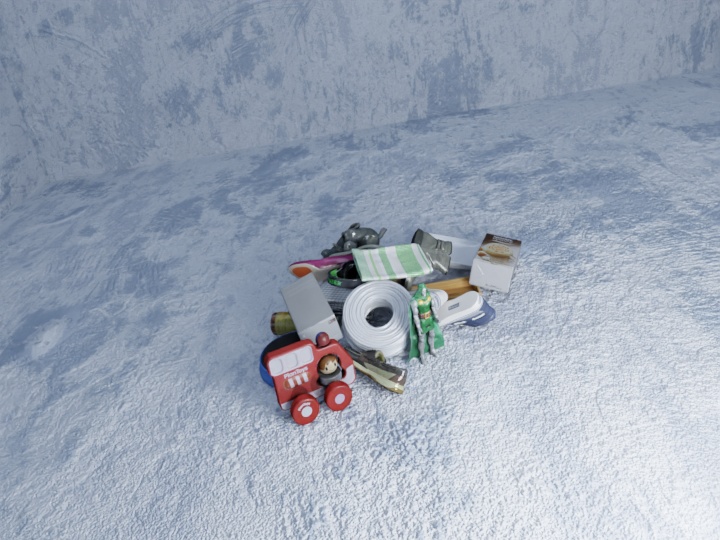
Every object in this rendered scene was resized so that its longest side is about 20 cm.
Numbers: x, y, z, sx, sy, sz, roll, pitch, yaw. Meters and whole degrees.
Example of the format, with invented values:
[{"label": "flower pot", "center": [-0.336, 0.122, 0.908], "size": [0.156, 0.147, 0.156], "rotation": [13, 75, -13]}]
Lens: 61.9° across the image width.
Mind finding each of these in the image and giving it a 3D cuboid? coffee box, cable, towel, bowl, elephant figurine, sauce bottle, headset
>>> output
[{"label": "coffee box", "center": [0.385, -0.024, 1.703], "size": [0.111, 0.082, 0.200], "rotation": [13, 28, 16]}, {"label": "cable", "center": [0.047, 0.121, 1.510], "size": [0.192, 0.070, 0.206], "rotation": [-9, 58, 1]}, {"label": "towel", "center": [0.083, -0.024, 1.599], "size": [0.192, 0.024, 0.154], "rotation": [-4, 32, -12]}, {"label": "bowl", "center": [-0.165, 0.220, 1.528], "size": [0.193, 0.041, 0.202], "rotation": [-8, 27, 4]}, {"label": "towel", "center": [-0.037, 0.083, 1.695], "size": [0.193, 0.088, 0.166], "rotation": [1, 28, 25]}, {"label": "elephant figurine", "center": [-0.026, -0.090, 1.978], "size": [0.150, 0.147, 0.199], "rotation": [12, 3, -21]}, {"label": "sauce bottle", "center": [-0.148, 0.144, 1.639], "size": [0.192, 0.068, 0.067], "rotation": [-1, 28, 13]}, {"label": "headset", "center": [0.000, 0.000, 1.635], "size": [0.196, 0.098, 0.122], "rotation": [-10, 19, -40]}]

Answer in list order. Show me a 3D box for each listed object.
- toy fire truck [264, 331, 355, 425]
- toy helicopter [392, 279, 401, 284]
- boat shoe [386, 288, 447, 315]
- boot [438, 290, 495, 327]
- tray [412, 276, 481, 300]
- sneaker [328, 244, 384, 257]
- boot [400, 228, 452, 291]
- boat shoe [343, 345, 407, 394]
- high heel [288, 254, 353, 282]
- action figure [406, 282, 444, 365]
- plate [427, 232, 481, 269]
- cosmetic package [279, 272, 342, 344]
[{"label": "toy fire truck", "center": [-0.107, 0.229, 1.347], "size": [0.194, 0.173, 0.112], "rotation": [-19, 28, -16]}, {"label": "toy helicopter", "center": [0.083, 0.002, 1.816], "size": [0.196, 0.081, 0.132], "rotation": [1, 33, 48]}, {"label": "boat shoe", "center": [0.148, 0.081, 1.583], "size": [0.069, 0.073, 0.197], "rotation": [-23, 6, -39]}, {"label": "boot", "center": [0.247, 0.121, 1.546], "size": [0.197, 0.090, 0.075], "rotation": [-21, 43, 42]}, {"label": "tray", "center": [0.233, 0.069, 1.673], "size": [0.192, 0.038, 0.099], "rotation": [-9, 27, 1]}, {"label": "sneaker", "center": [-0.006, -0.004, 1.820], "size": [0.194, 0.075, 0.110], "rotation": [-14, 59, 19]}, {"label": "boot", "center": [0.194, -0.016, 1.710], "size": [0.127, 0.068, 0.205], "rotation": [22, 66, -5]}, {"label": "boat shoe", "center": [0.035, 0.219, 1.406], "size": [0.197, 0.073, 0.066], "rotation": [27, 86, 37]}, {"label": "high heel", "center": [-0.108, -0.014, 1.741], "size": [0.192, 0.069, 0.097], "rotation": [8, 36, 4]}, {"label": "action figure", "center": [0.152, 0.122, 1.421], "size": [0.116, 0.206, 0.054], "rotation": [-25, 30, -26]}, {"label": "plate", "center": [0.269, -0.055, 1.851], "size": [0.193, 0.033, 0.200], "rotation": [11, 26, 13]}, {"label": "cosmetic package", "center": [-0.128, 0.108, 1.543], "size": [0.104, 0.092, 0.202], "rotation": [-24, 41, -5]}]
